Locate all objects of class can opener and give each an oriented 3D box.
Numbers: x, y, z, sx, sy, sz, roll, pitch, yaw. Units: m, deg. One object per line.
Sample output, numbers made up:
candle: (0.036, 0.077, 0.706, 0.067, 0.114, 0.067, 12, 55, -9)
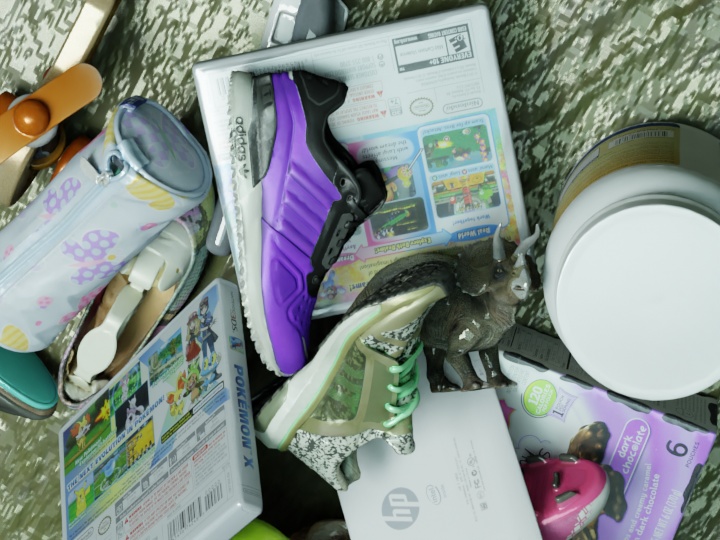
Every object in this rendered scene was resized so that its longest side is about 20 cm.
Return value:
can opener: (-0.060, -0.098, 1.378, 0.053, 0.067, 0.202, 18, 101, 4)

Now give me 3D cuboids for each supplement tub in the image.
supplement tub: (0.191, -0.007, 1.294, 0.143, 0.200, 0.146, 3, 106, 9)

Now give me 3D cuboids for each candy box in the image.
candy box: (0.127, 0.139, 1.413, 0.198, 0.072, 0.169, 21, 109, 3)

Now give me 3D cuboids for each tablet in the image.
tablet: (0.047, 0.150, 1.335, 0.129, 0.014, 0.202, -24, 67, 19)

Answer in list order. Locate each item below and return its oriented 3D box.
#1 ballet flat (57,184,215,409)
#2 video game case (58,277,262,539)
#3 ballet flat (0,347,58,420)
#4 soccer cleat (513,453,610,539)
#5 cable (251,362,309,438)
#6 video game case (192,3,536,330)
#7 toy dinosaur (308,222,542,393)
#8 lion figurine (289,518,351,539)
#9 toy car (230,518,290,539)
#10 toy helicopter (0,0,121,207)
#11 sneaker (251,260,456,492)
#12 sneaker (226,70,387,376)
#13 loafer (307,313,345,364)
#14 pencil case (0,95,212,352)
ballet flat: (-0.160, 0.017, 1.427, 0.069, 0.071, 0.201, 28, 108, 1)
video game case: (-0.138, 0.132, 1.347, 0.022, 0.183, 0.200, 22, 131, -33)
ballet flat: (-0.302, 0.045, 1.467, 0.200, 0.068, 0.068, 47, 118, 5)
soccer cleat: (0.088, 0.191, 1.370, 0.199, 0.070, 0.087, -24, 117, 18)
cable: (-0.109, 0.108, 1.397, 0.199, 0.097, 0.050, -23, 113, 41)
video game case: (0.004, -0.067, 1.338, 0.198, 0.024, 0.184, -11, 102, 3)
toy dinosaur: (0.050, 0.029, 1.313, 0.199, 0.077, 0.103, -6, 87, 41)
lion figurine: (-0.043, 0.266, 1.484, 0.121, 0.073, 0.202, 11, 114, 8)
toy car: (-0.102, 0.254, 1.364, 0.175, 0.150, 0.201, 41, 136, 12)
toy helicopter: (-0.202, -0.131, 1.360, 0.078, 0.132, 0.201, 30, 108, 0)
sneaker: (0.015, 0.069, 1.268, 0.089, 0.077, 0.200, 45, 132, 4)
sneaker: (-0.030, -0.030, 1.299, 0.098, 0.070, 0.202, -5, 103, -1)
loafer: (0.000, 0.000, 1.394, 0.071, 0.073, 0.202, 1, 106, 11)
pencil case: (-0.186, -0.027, 1.357, 0.083, 0.091, 0.200, 47, 122, -4)
